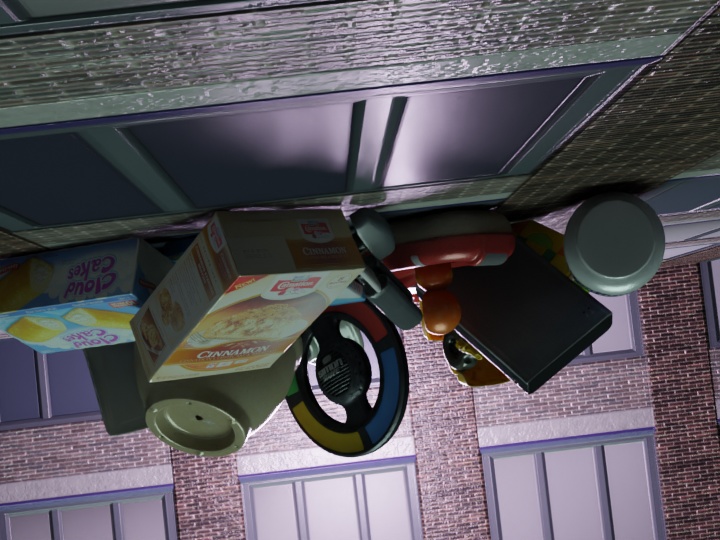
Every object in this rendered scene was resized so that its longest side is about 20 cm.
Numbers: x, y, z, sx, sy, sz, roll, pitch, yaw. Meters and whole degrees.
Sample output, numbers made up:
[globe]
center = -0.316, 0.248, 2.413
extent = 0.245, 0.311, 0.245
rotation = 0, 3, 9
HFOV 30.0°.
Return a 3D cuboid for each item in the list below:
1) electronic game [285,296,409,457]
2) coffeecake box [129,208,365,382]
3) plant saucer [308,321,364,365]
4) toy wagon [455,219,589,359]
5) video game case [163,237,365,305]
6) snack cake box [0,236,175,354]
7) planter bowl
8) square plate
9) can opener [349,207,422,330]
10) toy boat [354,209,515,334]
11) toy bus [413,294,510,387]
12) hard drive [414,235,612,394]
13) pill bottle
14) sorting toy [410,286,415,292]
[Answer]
[electronic game]
center = -0.022, 0.119, 1.579
extent = 0.198, 0.203, 0.041
rotation = -10, 179, 42
[coffeecake box]
center = -0.114, 0.024, 1.324
extent = 0.152, 0.074, 0.200
rotation = -4, 150, -40
[plant saucer]
center = -0.087, 0.063, 1.695
extent = 0.050, 0.201, 0.199
rotation = -49, -161, -27
[toy wagon]
center = 0.186, 0.024, 1.648
extent = 0.154, 0.200, 0.040
rotation = 27, 150, 28
[video game case]
center = -0.103, 0.002, 1.493
extent = 0.141, 0.018, 0.199
rotation = -9, 155, 31
[snack cake box]
center = -0.289, 0.029, 1.430
extent = 0.197, 0.068, 0.115
rotation = -9, 152, 24
[planter bowl]
center = -0.174, 0.126, 1.541
extent = 0.197, 0.136, 0.202
rotation = 7, 141, 6
[square plate]
center = -0.255, 0.102, 1.665
extent = 0.198, 0.200, 0.028
rotation = -7, 156, -37
[can opener]
center = 0.025, 0.005, 1.406
extent = 0.066, 0.053, 0.200
rotation = -29, 149, 5
[toy boat]
center = 0.083, 0.007, 1.529
extent = 0.198, 0.133, 0.129
rotation = -10, 175, 44
[toy bus]
center = 0.138, 0.050, 1.861
extent = 0.134, 0.203, 0.191
rotation = -8, -175, -33
[hard drive]
center = 0.179, 0.040, 1.591
extent = 0.139, 0.200, 0.033
rotation = -36, 144, -18
[pill bottle]
center = 0.280, -0.028, 1.488
extent = 0.109, 0.113, 0.200
rotation = -7, 176, 9
[sorting toy]
center = 0.000, 0.000, 1.762
extent = 0.198, 0.071, 0.198
rotation = -4, 175, -31
